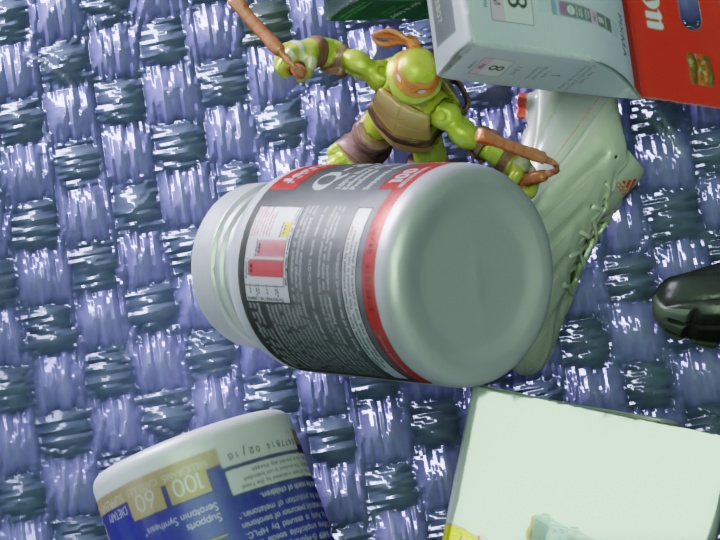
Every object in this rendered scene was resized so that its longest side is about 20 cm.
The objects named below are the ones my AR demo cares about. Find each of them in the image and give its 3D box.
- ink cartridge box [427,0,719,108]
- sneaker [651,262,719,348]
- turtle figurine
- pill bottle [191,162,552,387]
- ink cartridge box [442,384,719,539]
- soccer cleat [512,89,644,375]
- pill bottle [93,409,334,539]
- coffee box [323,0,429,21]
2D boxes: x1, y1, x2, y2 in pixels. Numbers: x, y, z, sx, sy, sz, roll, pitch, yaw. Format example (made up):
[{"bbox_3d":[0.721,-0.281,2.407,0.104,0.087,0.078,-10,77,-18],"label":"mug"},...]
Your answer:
[{"bbox_3d":[0.125,-0.177,1.313,0.198,0.057,0.164,3,69,-24],"label":"ink cartridge box"},{"bbox_3d":[0.257,-0.006,1.347,0.198,0.075,0.080,-9,72,-3],"label":"sneaker"},{"bbox_3d":[0.018,-0.089,1.332,0.199,0.161,0.065,25,69,5],"label":"turtle figurine"},{"bbox_3d":[0.000,0.000,1.301,0.115,0.199,0.117,-2,93,-37],"label":"pill bottle"},{"bbox_3d":[0.113,0.174,1.297,0.143,0.145,0.202,12,84,8],"label":"ink cartridge box"},{"bbox_3d":[0.120,-0.039,1.364,0.077,0.069,0.202,8,81,5],"label":"soccer cleat"},{"bbox_3d":[-0.062,0.190,1.331,0.119,0.120,0.201,-21,81,4],"label":"pill bottle"},{"bbox_3d":[0.064,-0.204,1.349,0.199,0.044,0.124,-4,79,-31],"label":"coffee box"}]
